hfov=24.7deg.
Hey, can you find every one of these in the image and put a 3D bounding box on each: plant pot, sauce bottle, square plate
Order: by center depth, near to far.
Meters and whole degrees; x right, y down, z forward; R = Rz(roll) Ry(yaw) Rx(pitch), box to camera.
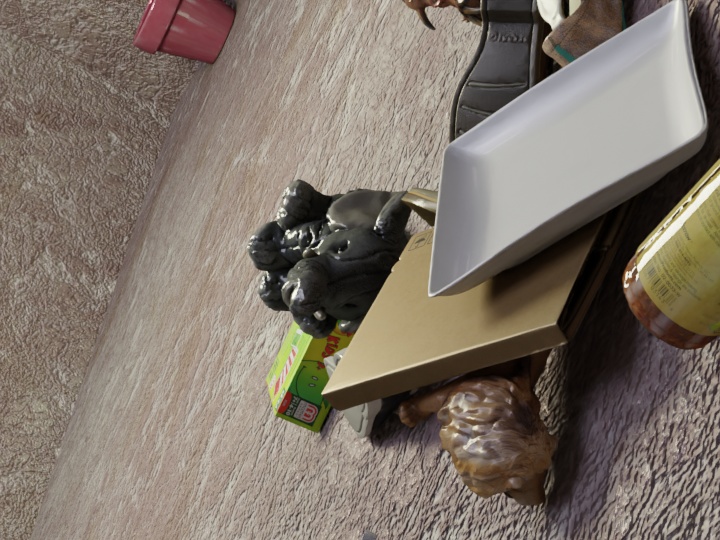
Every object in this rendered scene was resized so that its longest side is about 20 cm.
[{"bbox_3d":[0.203,-0.040,0.786,0.200,0.065,0.066,-52,19,45],"label":"sauce bottle"},{"bbox_3d":[0.133,-0.075,1.040,0.199,0.028,0.199,-32,24,23],"label":"square plate"},{"bbox_3d":[-0.379,-0.547,3.588,0.201,0.177,0.201,-59,16,28],"label":"plant pot"}]

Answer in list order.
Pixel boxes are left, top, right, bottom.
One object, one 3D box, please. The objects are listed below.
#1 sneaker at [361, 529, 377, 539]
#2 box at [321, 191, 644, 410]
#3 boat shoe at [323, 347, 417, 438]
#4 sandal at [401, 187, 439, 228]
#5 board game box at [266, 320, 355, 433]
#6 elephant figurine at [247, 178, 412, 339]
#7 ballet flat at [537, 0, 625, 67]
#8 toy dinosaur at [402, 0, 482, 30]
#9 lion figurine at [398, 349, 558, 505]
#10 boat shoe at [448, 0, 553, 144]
[{"bbox_3d":[-0.034,0.274,1.140,0.115,0.075,0.201,-50,18,57],"label":"sneaker"},{"bbox_3d":[0.078,0.009,1.040,0.199,0.021,0.164,-20,29,42],"label":"box"},{"bbox_3d":[0.011,0.084,1.315,0.060,0.074,0.200,-27,-10,-9],"label":"boat shoe"},{"bbox_3d":[0.093,-0.047,1.202,0.054,0.080,0.200,-52,13,-12],"label":"sandal"},{"bbox_3d":[-0.023,0.040,1.545,0.202,0.047,0.102,-64,14,10],"label":"board game box"},{"bbox_3d":[0.000,0.000,1.319,0.156,0.141,0.200,-53,21,-11],"label":"elephant figurine"},{"bbox_3d":[0.164,-0.218,1.221,0.068,0.067,0.201,-54,18,38],"label":"ballet flat"},{"bbox_3d":[0.126,-0.266,1.433,0.200,0.085,0.137,27,104,60],"label":"toy dinosaur"},{"bbox_3d":[0.097,0.053,1.025,0.122,0.072,0.202,-22,40,56],"label":"lion figurine"},{"bbox_3d":[0.125,-0.163,1.300,0.068,0.071,0.202,-2,-72,-61],"label":"boat shoe"}]
